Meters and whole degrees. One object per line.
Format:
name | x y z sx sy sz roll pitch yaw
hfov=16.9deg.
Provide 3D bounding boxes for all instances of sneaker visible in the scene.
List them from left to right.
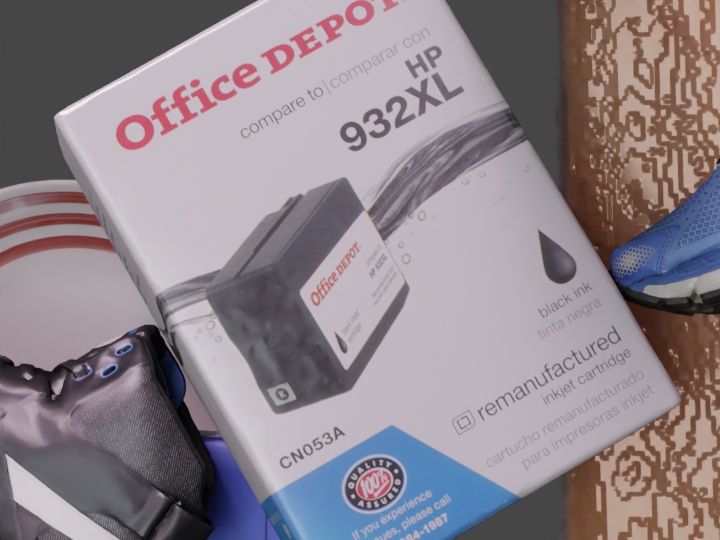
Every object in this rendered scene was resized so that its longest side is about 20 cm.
sneaker | -0.133 0.044 0.914 0.112 0.073 0.200 -45 78 -2
sneaker | 0.167 -0.058 0.856 0.200 0.079 0.089 -38 76 9

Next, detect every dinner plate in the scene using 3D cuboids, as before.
dinner plate | -0.114 0.063 0.973 0.200 0.024 0.200 2 96 18

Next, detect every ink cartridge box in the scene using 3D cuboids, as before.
ink cartridge box | 0.000 0.000 0.876 0.145 0.084 0.200 -30 85 -6

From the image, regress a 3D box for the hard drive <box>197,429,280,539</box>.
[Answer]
hard drive | -0.111 0.126 0.953 0.200 0.025 0.132 3 96 17
